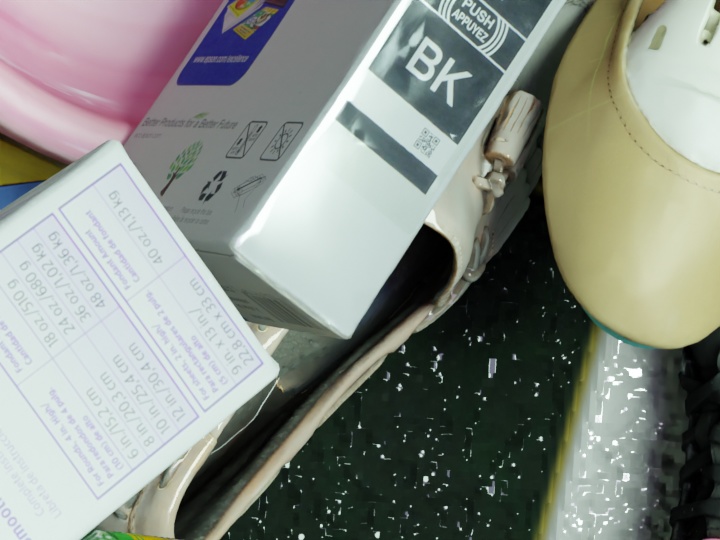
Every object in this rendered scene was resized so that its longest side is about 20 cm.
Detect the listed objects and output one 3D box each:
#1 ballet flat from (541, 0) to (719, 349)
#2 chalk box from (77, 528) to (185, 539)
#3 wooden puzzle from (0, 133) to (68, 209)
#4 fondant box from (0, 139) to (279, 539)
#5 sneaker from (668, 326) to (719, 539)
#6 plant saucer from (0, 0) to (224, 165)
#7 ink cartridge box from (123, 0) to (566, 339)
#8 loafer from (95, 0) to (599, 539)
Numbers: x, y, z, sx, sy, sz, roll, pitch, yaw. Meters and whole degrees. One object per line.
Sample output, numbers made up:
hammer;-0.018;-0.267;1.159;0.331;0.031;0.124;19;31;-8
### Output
ballet flat;0.094;-0.070;0.769;0.068;0.063;0.200;23;51;-5
chalk box;-0.085;0.157;0.588;0.200;0.124;0.125;-36;79;3
wooden puzzle;-0.107;-0.082;0.742;0.185;0.046;0.200;-39;102;-17
fondant box;-0.128;0.066;0.556;0.200;0.144;0.058;-41;98;-35
sneaker;0.098;0.034;0.809;0.099;0.071;0.200;36;71;-15
plant saucer;-0.044;-0.120;0.720;0.200;0.051;0.201;-1;93;-25
ink cartridge box;0.017;-0.078;0.667;0.039;0.099;0.200;37;78;-22
loafer;0.000;0.000;0.762;0.200;0.063;0.072;-44;134;-15
